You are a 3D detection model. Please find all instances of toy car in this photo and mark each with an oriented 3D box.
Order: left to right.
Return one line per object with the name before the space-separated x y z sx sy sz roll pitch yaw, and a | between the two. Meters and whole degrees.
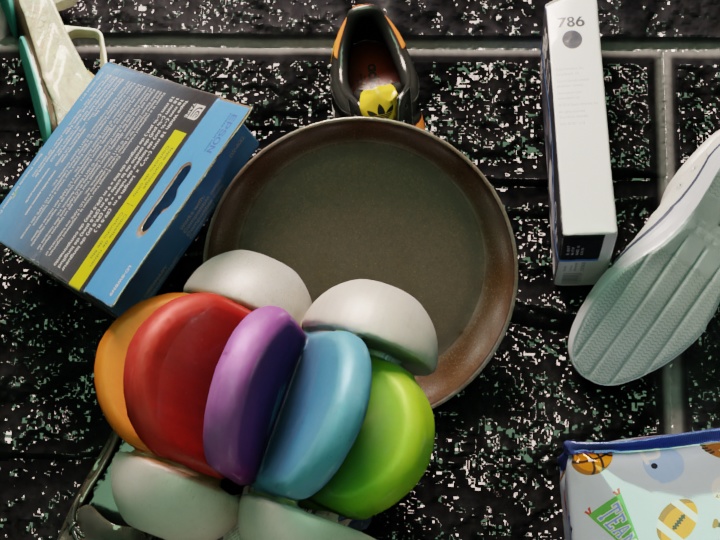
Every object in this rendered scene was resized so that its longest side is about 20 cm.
toy car | -0.060 0.072 0.800 0.198 0.150 0.176 14 74 24

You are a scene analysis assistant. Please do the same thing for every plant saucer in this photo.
plant saucer | 0.000 0.000 0.908 0.198 0.032 0.202 0 105 1

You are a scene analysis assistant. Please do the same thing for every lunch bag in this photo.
lunch bag | 0.221 0.175 0.824 0.198 0.124 0.172 -4 78 4

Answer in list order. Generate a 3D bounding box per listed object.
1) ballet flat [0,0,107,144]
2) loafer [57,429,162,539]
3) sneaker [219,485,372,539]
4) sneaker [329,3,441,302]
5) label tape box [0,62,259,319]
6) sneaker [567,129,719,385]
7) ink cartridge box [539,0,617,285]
ballet flat | -0.220 -0.175 1.017 0.062 0.067 0.202 -16 78 -18
loafer | -0.151 0.146 0.895 0.071 0.063 0.202 17 73 9
sneaker | -0.049 0.155 0.881 0.085 0.077 0.201 29 75 17
sneaker | 0.013 -0.080 0.947 0.069 0.090 0.202 -10 71 1
label tape box | -0.139 -0.045 0.899 0.199 0.063 0.145 24 77 51
sneaker | 0.208 -0.011 0.921 0.073 0.071 0.200 39 101 -5
ink cartridge box | 0.141 -0.100 0.941 0.039 0.100 0.202 -2 70 5
